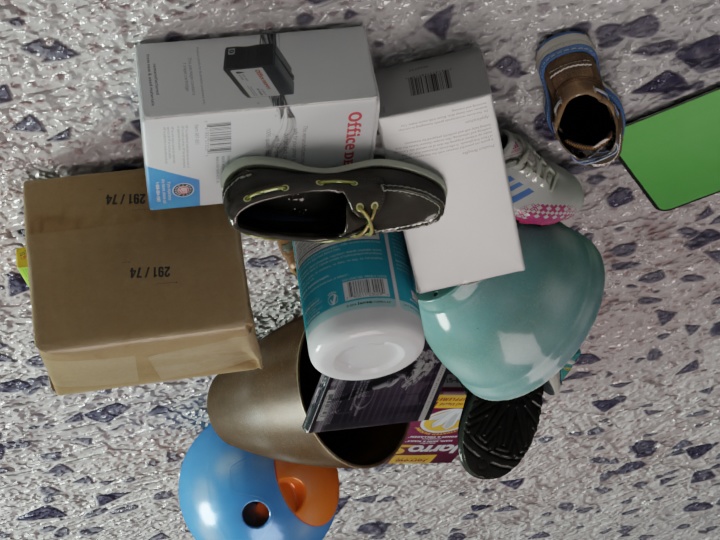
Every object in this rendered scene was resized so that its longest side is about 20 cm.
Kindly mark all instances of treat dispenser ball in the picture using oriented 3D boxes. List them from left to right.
[{"bbox_3d":[-0.125,0.269,2.028,0.200,0.202,0.201,-8,152,-4],"label":"treat dispenser ball"}]

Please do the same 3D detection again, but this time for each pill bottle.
[{"bbox_3d":[-0.007,-0.006,1.565,0.110,0.201,0.111,-7,152,-4],"label":"pill bottle"}]

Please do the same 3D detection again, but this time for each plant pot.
[{"bbox_3d":[-0.074,0.143,1.867,0.199,0.188,0.186,-16,155,41],"label":"plant pot"},{"bbox_3d":[0.130,0.012,1.675,0.200,0.201,0.134,-30,128,33],"label":"plant pot"}]

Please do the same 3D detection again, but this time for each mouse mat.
[{"bbox_3d":[0.348,-0.125,1.669,0.160,0.008,0.200,-21,149,19],"label":"mouse mat"}]

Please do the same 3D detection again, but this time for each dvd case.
[{"bbox_3d":[0.032,0.101,1.769,0.199,0.016,0.149,0,118,-48],"label":"dvd case"}]

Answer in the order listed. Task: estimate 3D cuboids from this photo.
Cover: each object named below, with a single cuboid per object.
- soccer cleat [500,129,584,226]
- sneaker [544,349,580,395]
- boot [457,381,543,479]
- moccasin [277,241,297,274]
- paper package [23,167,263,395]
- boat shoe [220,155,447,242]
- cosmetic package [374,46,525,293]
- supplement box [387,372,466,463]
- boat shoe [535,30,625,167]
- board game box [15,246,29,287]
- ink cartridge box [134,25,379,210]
[{"bbox_3d":[0.150,-0.094,1.593,0.199,0.070,0.086,7,143,-31],"label":"soccer cleat"},{"bbox_3d":[0.211,0.062,1.916,0.080,0.077,0.200,-45,145,-15],"label":"sneaker"},{"bbox_3d":[0.141,0.134,1.801,0.079,0.212,0.158,25,162,-12],"label":"boot"},{"bbox_3d":[0.001,-0.001,1.705,0.073,0.078,0.201,-30,146,30],"label":"moccasin"},{"bbox_3d":[-0.202,0.004,1.526,0.199,0.192,0.104,-8,153,-4],"label":"paper package"},{"bbox_3d":[-0.019,-0.054,1.413,0.200,0.061,0.072,2,132,-12],"label":"boat shoe"},{"bbox_3d":[0.080,-0.088,1.490,0.107,0.085,0.201,-11,128,3],"label":"cosmetic package"},{"bbox_3d":[0.082,0.148,1.980,0.130,0.104,0.200,1,150,-22],"label":"supplement box"},{"bbox_3d":[0.206,-0.138,1.527,0.072,0.073,0.200,-18,151,15],"label":"boat shoe"},{"bbox_3d":[-0.237,-0.012,1.644,0.199,0.030,0.096,-5,164,-4],"label":"board game box"},{"bbox_3d":[-0.091,-0.131,1.429,0.199,0.084,0.145,-6,151,-8],"label":"ink cartridge box"}]
